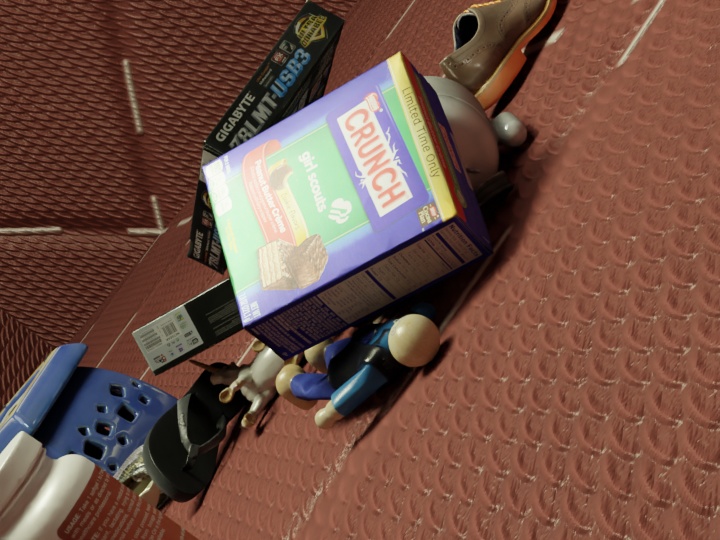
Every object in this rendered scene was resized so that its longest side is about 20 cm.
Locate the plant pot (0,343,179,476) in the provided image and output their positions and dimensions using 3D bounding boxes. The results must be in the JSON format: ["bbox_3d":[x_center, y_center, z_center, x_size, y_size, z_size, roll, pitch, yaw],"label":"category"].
[{"bbox_3d":[-0.353,0.222,2.073,0.200,0.179,0.200,-44,13,35],"label":"plant pot"}]

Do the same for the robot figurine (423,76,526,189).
[{"bbox_3d":[0.062,-0.106,1.524,0.168,0.114,0.200,-18,16,4],"label":"robot figurine"}]

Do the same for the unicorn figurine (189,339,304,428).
[{"bbox_3d":[-0.095,0.093,1.709,0.199,0.074,0.137,-33,7,21],"label":"unicorn figurine"}]

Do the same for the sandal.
[{"bbox_3d":[-0.163,0.153,1.751,0.043,0.076,0.201,-49,10,36],"label":"sandal"}]

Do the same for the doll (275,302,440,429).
[{"bbox_3d":[0.004,0.073,1.369,0.137,0.049,0.200,-48,13,-29],"label":"doll"}]

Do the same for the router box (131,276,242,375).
[{"bbox_3d":[-0.119,0.030,1.760,0.199,0.052,0.157,-29,0,10],"label":"router box"}]

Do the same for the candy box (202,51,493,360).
[{"bbox_3d":[-0.013,-0.051,1.393,0.199,0.077,0.170,-27,56,15],"label":"candy box"}]

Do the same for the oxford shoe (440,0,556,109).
[{"bbox_3d":[0.140,-0.250,1.733,0.071,0.073,0.201,-41,15,48],"label":"oxford shoe"}]

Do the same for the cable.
[{"bbox_3d":[0.042,-0.018,1.451,0.097,0.050,0.200,-12,-33,-52],"label":"cable"}]

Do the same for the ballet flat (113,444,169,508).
[{"bbox_3d":[-0.262,0.266,1.854,0.201,0.072,0.072,-50,11,21],"label":"ballet flat"}]

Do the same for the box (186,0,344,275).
[{"bbox_3d":[-0.093,-0.125,1.647,0.201,0.049,0.199,-59,-5,-30],"label":"box"}]

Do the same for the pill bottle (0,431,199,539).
[{"bbox_3d":[-0.229,0.227,1.450,0.112,0.200,0.112,-49,11,13],"label":"pill bottle"}]
